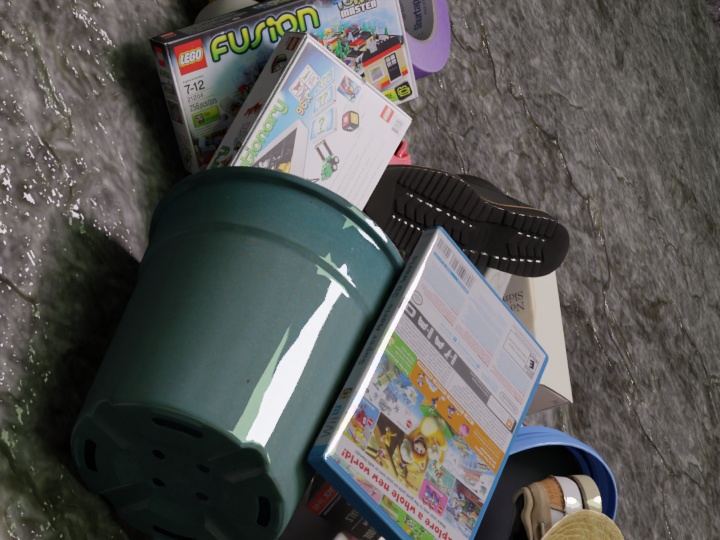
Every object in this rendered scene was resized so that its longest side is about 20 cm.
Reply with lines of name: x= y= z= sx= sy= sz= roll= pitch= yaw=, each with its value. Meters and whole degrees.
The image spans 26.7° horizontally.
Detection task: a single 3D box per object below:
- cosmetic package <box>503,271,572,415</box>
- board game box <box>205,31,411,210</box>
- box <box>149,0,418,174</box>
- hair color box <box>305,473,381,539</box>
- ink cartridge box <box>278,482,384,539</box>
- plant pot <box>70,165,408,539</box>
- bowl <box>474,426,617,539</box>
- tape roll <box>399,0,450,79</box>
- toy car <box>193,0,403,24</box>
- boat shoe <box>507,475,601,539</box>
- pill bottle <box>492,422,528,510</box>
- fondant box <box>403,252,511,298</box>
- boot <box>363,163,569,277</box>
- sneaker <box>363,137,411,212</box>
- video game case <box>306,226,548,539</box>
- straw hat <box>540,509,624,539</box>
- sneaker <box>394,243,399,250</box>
cosmetic package: x=0.145 y=0.046 z=1.542 sx=0.073 sy=0.103 sz=0.200 roll=34 pitch=44 yaw=-50
board game box: x=-0.055 y=-0.065 z=1.166 sx=0.126 sy=0.035 sz=0.200 roll=36 pitch=80 yaw=-36
box: x=-0.057 y=-0.159 z=1.196 sx=0.200 sy=0.035 sz=0.110 roll=-23 pitch=114 yaw=-21
hair color box: x=0.026 y=0.097 z=1.142 sx=0.064 sy=0.111 sz=0.200 roll=32 pitch=29 yaw=-12
ink cartridge box: x=0.008 y=0.271 z=1.161 sx=0.200 sy=0.084 sz=0.146 roll=66 pitch=27 yaw=-12
plant pot: x=-0.085 y=0.068 z=1.011 sx=0.200 sy=0.200 sz=0.196 roll=55 pitch=38 yaw=-30
bowl: x=0.129 y=0.222 z=1.322 sx=0.201 sy=0.201 sz=0.039 roll=48 pitch=1 yaw=-39
tape roll: x=0.017 y=-0.287 z=1.546 sx=0.200 sy=0.066 sz=0.200 roll=42 pitch=39 yaw=-46
toy car: x=-0.038 y=-0.201 z=1.292 sx=0.200 sy=0.150 sz=0.175 roll=55 pitch=31 yaw=-31
boat shoe: x=0.143 y=0.261 z=1.288 sx=0.075 sy=0.068 sz=0.200 roll=-128 pitch=-135 yaw=-60
pill bottle: x=0.122 y=0.187 z=1.402 sx=0.200 sy=0.111 sz=0.111 roll=37 pitch=43 yaw=-50
fondant box: x=0.079 y=0.032 z=1.387 sx=0.200 sy=0.058 sz=0.144 roll=-30 pitch=143 yaw=-62
boot: x=0.066 y=-0.058 z=1.315 sx=0.200 sy=0.078 sz=0.138 roll=21 pitch=13 yaw=-31
sneaker: x=0.027 y=-0.074 z=1.358 sx=0.087 sy=0.074 sz=0.200 roll=-64 pitch=163 yaw=-3
video game case: x=0.052 y=0.090 z=1.018 sx=0.143 sy=0.018 sz=0.200 roll=49 pitch=51 yaw=-28
straw hat: x=0.133 y=0.283 z=1.203 sx=0.201 sy=0.085 sz=0.201 roll=-5 pitch=96 yaw=-49
sneaker: x=0.000 y=0.000 z=1.297 sx=0.200 sy=0.099 sz=0.078 roll=16 pitch=60 yaw=-59
